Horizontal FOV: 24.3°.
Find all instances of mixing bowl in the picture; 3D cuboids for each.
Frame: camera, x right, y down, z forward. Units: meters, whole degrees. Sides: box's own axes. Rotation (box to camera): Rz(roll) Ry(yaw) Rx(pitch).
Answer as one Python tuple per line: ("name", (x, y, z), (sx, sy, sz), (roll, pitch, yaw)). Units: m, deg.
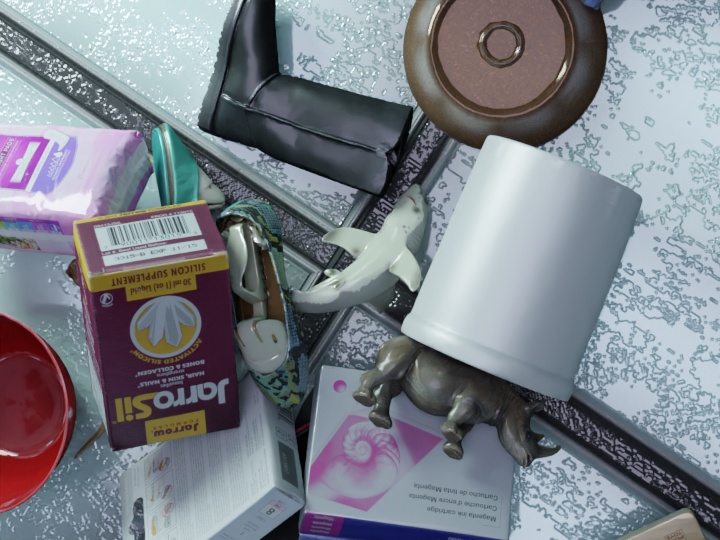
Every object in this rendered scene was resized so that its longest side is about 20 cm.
("mixing bowl", (-0.357, 0.137, 1.648), (0.199, 0.108, 0.201), (0, 89, 15))

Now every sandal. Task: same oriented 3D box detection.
("sandal", (-0.052, 0.191, 1.605), (0.075, 0.045, 0.201), (16, 69, 24))

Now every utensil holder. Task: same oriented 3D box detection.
("utensil holder", (0.150, -0.004, 1.544), (0.169, 0.170, 0.201), (22, 91, 8))

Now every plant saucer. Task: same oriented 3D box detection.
("plant saucer", (0.137, -0.215, 1.612), (0.199, 0.037, 0.202), (0, 90, 10))

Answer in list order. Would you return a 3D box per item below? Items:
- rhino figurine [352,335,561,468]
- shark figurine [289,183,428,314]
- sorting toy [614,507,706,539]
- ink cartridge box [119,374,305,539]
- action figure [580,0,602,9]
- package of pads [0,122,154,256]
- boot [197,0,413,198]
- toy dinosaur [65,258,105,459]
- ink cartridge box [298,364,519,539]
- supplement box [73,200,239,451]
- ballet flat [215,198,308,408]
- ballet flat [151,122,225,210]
("rhino figurine", (0.095, 0.124, 1.548), (0.199, 0.060, 0.088), (23, 60, -1))
("shark figurine", (-0.012, 0.017, 1.618), (0.214, 0.090, 0.128), (-26, 52, 0))
("sorting toy", (0.259, 0.347, 1.568), (0.199, 0.070, 0.200), (-26, 92, 7))
("ink cartridge box", (-0.144, 0.209, 1.606), (0.057, 0.163, 0.200), (33, 117, -32))
("action figure", (0.260, -0.354, 1.562), (0.194, 0.105, 0.200), (49, 122, 1))
("package of pads", (-0.310, -0.081, 1.623), (0.199, 0.076, 0.121), (5, 51, 20))
("boot", (-0.042, -0.176, 1.618), (0.199, 0.066, 0.166), (21, 105, 16))
("toy dinosaur", (-0.245, 0.084, 1.671), (0.106, 0.060, 0.201), (-5, 94, 41))
("ink cartridge box", (0.045, 0.199, 1.567), (0.195, 0.043, 0.201), (8, 68, -6))
("supplement box", (-0.189, 0.051, 1.555), (0.130, 0.103, 0.201), (-11, 124, -13))
("ballet flat", (-0.099, 0.032, 1.566), (0.074, 0.074, 0.201), (-15, 84, 9))
("ballet flat", (-0.166, -0.045, 1.652), (0.070, 0.067, 0.201), (-3, 89, -15))
